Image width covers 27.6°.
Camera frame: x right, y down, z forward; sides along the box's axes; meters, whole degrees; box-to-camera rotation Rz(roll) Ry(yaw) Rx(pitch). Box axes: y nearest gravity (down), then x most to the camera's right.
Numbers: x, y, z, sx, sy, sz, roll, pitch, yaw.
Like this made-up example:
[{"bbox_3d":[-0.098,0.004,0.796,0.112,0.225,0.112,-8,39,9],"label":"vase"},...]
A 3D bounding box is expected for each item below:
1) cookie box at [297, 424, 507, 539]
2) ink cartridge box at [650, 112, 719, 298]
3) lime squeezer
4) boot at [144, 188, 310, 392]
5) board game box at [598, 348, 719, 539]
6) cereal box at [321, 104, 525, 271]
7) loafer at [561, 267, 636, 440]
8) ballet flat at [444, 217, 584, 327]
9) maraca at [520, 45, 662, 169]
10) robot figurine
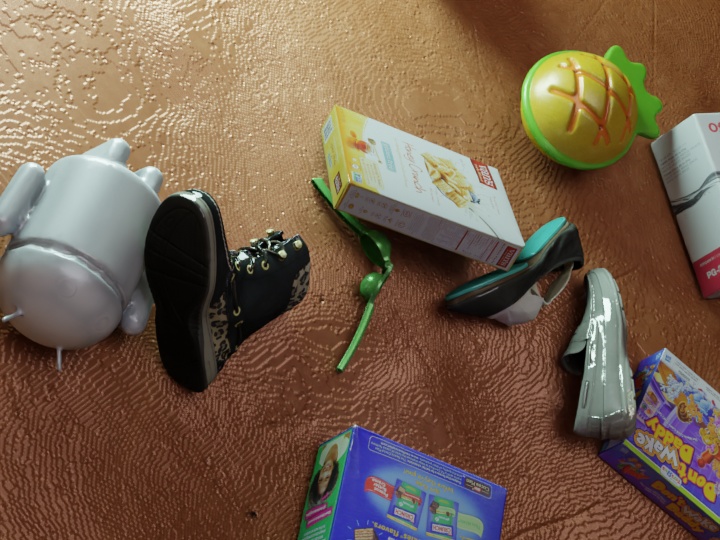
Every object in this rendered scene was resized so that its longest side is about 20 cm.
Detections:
[{"bbox_3d":[0.029,0.265,1.297,0.170,0.075,0.202,25,58,-19],"label":"cookie box"},{"bbox_3d":[0.439,-0.079,1.687,0.144,0.083,0.202,-5,71,-31],"label":"ink cartridge box"},{"bbox_3d":[0.000,0.000,1.426,0.070,0.038,0.202,4,67,-28],"label":"lime squeezer"},{"bbox_3d":[-0.112,-0.009,1.286,0.073,0.205,0.154,26,43,27],"label":"boot"},{"bbox_3d":[0.357,0.198,1.536,0.200,0.045,0.135,39,55,-9],"label":"board game box"},{"bbox_3d":[0.061,-0.083,1.464,0.198,0.040,0.144,18,32,-21],"label":"cereal box"},{"bbox_3d":[0.241,0.082,1.508,0.069,0.070,0.201,-4,49,6],"label":"loafer"},{"bbox_3d":[0.169,0.013,1.503,0.199,0.068,0.069,-32,99,-36],"label":"ballet flat"},{"bbox_3d":[0.257,-0.182,1.614,0.199,0.107,0.138,-20,86,-35],"label":"maraca"},{"bbox_3d":[-0.238,-0.016,1.249,0.169,0.112,0.201,39,53,-25],"label":"robot figurine"}]
